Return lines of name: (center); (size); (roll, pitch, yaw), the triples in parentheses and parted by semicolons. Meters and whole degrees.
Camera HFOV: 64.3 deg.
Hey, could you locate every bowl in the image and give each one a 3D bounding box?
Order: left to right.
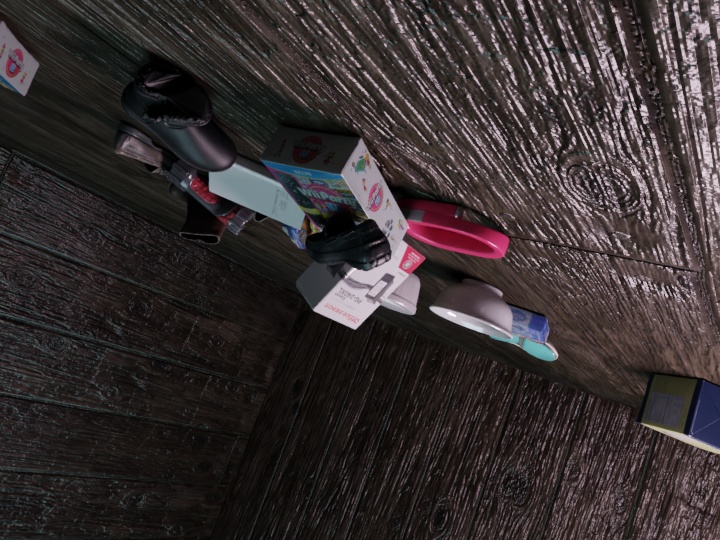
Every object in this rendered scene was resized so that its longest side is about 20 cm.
bowl: (0.261, 0.078, 1.294); (0.198, 0.092, 0.201); (21, 172, 3)

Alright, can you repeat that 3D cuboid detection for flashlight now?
flashlight: (-0.327, -0.167, 1.255); (0.200, 0.068, 0.068); (43, 159, -10)

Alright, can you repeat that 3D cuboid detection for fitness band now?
fitness band: (0.137, -0.066, 0.903); (0.198, 0.038, 0.143); (17, 173, 40)

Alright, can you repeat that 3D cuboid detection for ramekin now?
ramekin: (0.070, 0.039, 1.538); (0.199, 0.096, 0.202); (22, 172, 3)

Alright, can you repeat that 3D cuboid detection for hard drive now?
hard drive: (-0.194, -0.155, 1.099); (0.197, 0.027, 0.132); (23, 152, -5)

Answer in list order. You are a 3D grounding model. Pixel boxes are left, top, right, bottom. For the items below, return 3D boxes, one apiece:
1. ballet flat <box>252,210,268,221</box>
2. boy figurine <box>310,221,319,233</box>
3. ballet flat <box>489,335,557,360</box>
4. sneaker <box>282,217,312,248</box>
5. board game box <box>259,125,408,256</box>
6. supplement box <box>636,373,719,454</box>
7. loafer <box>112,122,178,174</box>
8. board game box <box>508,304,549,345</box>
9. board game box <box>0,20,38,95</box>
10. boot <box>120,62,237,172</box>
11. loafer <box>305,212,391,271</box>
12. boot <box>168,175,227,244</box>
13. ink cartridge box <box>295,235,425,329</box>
ballet flat: (-0.182, -0.132, 1.236); (0.066, 0.058, 0.199); (24, 172, -25)
boy figurine: (-0.049, -0.074, 1.170); (0.124, 0.065, 0.200); (37, 171, -11)
ballet flat: (0.448, 0.179, 1.567); (0.197, 0.070, 0.069); (21, 172, 20)
sneaker: (-0.146, -0.095, 1.286); (0.087, 0.076, 0.200); (24, 177, 8)
board game box: (-0.031, -0.112, 0.827); (0.146, 0.065, 0.200); (17, 158, 33)
supplement box: (0.839, 0.359, 1.410); (0.197, 0.136, 0.200); (23, 172, -5)
loafer: (-0.458, -0.243, 1.233); (0.071, 0.064, 0.200); (19, 171, 22)
board game box: (0.375, 0.125, 1.458); (0.196, 0.044, 0.200); (20, 172, 24)
board game box: (-0.619, -0.359, 0.863); (0.197, 0.065, 0.147); (23, 172, -8)
boot: (-0.245, -0.210, 0.826); (0.199, 0.077, 0.167); (34, 171, -31)
loafer: (-0.024, -0.046, 0.805); (0.067, 0.072, 0.200); (-24, -164, -26)
boot: (-0.385, -0.142, 1.329); (0.196, 0.168, 0.073); (11, 135, 9)
ink cartridge box: (0.000, 0.000, 1.057); (0.145, 0.200, 0.084); (30, -163, -51)
